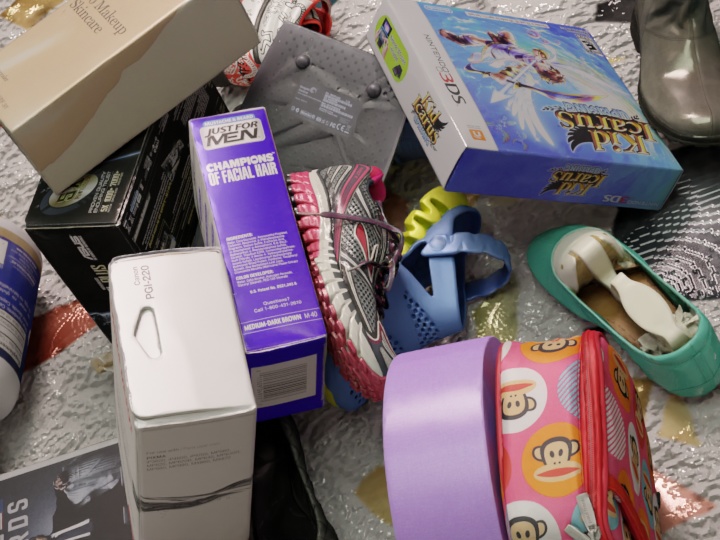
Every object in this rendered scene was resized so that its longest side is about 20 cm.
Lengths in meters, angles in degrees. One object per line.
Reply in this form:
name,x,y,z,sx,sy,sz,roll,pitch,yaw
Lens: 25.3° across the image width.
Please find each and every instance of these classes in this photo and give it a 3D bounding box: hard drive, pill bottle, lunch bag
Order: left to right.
pill bottle,-0.331,0.062,1.305,0.119,0.120,0.201,-9,52,16
hard drive,-0.041,-0.084,1.284,0.134,0.042,0.201,23,91,15
lunch bag,0.137,0.152,0.990,0.081,0.200,0.177,-9,54,17

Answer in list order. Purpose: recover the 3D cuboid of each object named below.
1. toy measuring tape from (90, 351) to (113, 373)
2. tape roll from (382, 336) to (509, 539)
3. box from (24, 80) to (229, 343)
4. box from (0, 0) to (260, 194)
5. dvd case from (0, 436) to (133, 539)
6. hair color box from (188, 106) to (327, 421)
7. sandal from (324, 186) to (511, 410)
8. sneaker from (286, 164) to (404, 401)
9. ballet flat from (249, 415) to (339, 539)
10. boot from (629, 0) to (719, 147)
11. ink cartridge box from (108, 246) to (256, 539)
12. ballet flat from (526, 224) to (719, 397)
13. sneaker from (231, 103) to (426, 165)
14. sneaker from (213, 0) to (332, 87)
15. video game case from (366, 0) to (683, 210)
toy measuring tape,-0.121,0.056,1.251,0.198,0.074,0.074,5,57,23
tape roll,0.073,0.146,1.021,0.065,0.201,0.201,-12,51,13
box,-0.175,-0.067,1.309,0.085,0.164,0.201,-1,55,21
box,-0.187,-0.162,1.226,0.200,0.078,0.095,-39,50,-9
dvd case,-0.223,0.206,1.214,0.198,0.025,0.151,-18,50,8
hair color box,-0.076,-0.005,1.170,0.064,0.110,0.201,-12,60,-10
sandal,0.043,0.025,1.209,0.087,0.080,0.200,26,70,32
sneaker,0.000,0.000,1.144,0.074,0.081,0.201,-13,55,-5
ballet flat,-0.061,0.170,1.153,0.066,0.057,0.201,-26,49,4
boot,0.248,-0.199,1.235,0.067,0.131,0.201,-3,44,-4
ink cartridge box,-0.126,0.103,1.117,0.084,0.201,0.146,-8,50,-11
ballet flat,0.188,0.011,1.160,0.067,0.071,0.200,-38,50,-8
sneaker,-0.012,-0.099,1.339,0.198,0.076,0.078,0,82,19
sneaker,-0.074,-0.256,1.474,0.107,0.067,0.203,-2,58,20
video game case,0.124,-0.129,1.231,0.199,0.046,0.182,3,44,-29
